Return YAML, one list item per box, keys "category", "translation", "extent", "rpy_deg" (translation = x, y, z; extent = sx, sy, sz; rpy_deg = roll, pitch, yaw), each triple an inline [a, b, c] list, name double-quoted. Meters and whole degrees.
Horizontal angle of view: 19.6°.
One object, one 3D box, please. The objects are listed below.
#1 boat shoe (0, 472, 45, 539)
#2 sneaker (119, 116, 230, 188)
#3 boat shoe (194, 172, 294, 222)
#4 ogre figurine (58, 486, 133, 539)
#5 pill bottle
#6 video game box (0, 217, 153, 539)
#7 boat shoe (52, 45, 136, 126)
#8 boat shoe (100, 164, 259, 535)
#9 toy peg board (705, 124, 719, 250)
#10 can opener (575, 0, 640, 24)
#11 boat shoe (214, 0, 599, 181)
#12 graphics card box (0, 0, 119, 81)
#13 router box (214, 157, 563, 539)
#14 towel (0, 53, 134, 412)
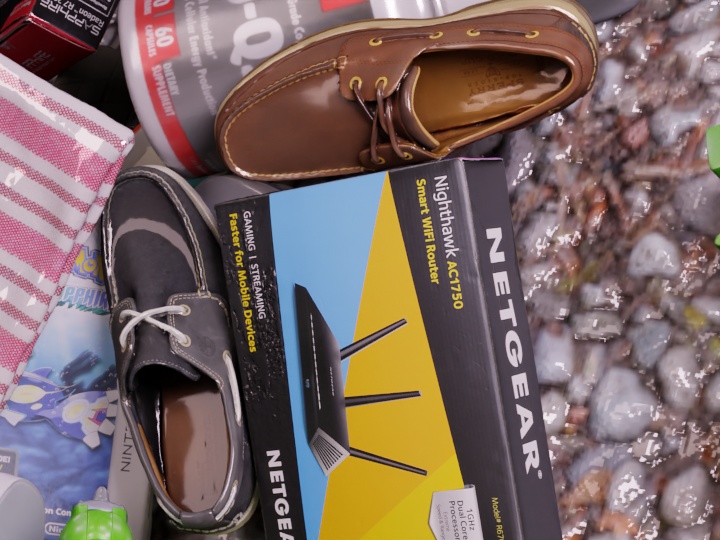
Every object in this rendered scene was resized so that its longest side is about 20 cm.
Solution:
- category: "boat shoe"
  translation: [-0.210, 0.164, 1.110]
  extent: [0.068, 0.199, 0.074]
  rpy_deg: [21, 59, 9]
- category: "sneaker"
  translation: [-0.103, -0.053, 1.228]
  extent: [0.200, 0.093, 0.070]
  rpy_deg: [-49, 10, -25]
- category: "boat shoe"
  translation: [0.000, 0.000, 1.121]
  extent: [0.200, 0.065, 0.074]
  rpy_deg: [34, 112, 22]
- category: "ogre figurine"
  translation: [-0.136, 0.195, 1.062]
  extent: [0.098, 0.200, 0.120]
  rpy_deg: [11, 117, 8]
- category: "pill bottle"
  translation: [-0.018, -0.126, 1.116]
  extent: [0.200, 0.114, 0.114]
  rpy_deg: [-15, 60, 13]
- category: "video game box"
  translation: [-0.204, 0.053, 1.148]
  extent: [0.200, 0.047, 0.182]
  rpy_deg: [7, 93, -1]
- category: "boat shoe"
  translation: [-0.184, -0.044, 1.268]
  extent: [0.074, 0.076, 0.200]
  rpy_deg: [-26, 41, 53]
- category: "boat shoe"
  translation: [-0.096, 0.038, 1.082]
  extent: [0.072, 0.068, 0.200]
  rpy_deg: [-14, 80, 11]
- category: "toy peg board"
  translation: [0.251, 0.002, 0.930]
  extent: [0.199, 0.098, 0.200]
  rpy_deg: [-17, 60, 27]
- category: "can opener"
  translation: [0.174, -0.170, 1.106]
  extent: [0.200, 0.053, 0.067]
  rpy_deg: [-1, 102, 36]
- category: "boat shoe"
  translation: [0.020, -0.087, 1.029]
  extent: [0.200, 0.072, 0.068]
  rpy_deg: [-14, 19, 10]
- category: "graphics card box"
  translation: [-0.162, -0.214, 1.263]
  extent: [0.125, 0.051, 0.200]
  rpy_deg: [-16, 50, 63]
- category: "router box"
  translation: [0.013, 0.052, 1.050]
  extent: [0.149, 0.051, 0.200]
  rpy_deg: [-10, 89, 30]
- category: "towel"
  translation: [-0.223, -0.019, 1.095]
  extent: [0.146, 0.030, 0.200]
  rpy_deg: [28, 97, 5]
